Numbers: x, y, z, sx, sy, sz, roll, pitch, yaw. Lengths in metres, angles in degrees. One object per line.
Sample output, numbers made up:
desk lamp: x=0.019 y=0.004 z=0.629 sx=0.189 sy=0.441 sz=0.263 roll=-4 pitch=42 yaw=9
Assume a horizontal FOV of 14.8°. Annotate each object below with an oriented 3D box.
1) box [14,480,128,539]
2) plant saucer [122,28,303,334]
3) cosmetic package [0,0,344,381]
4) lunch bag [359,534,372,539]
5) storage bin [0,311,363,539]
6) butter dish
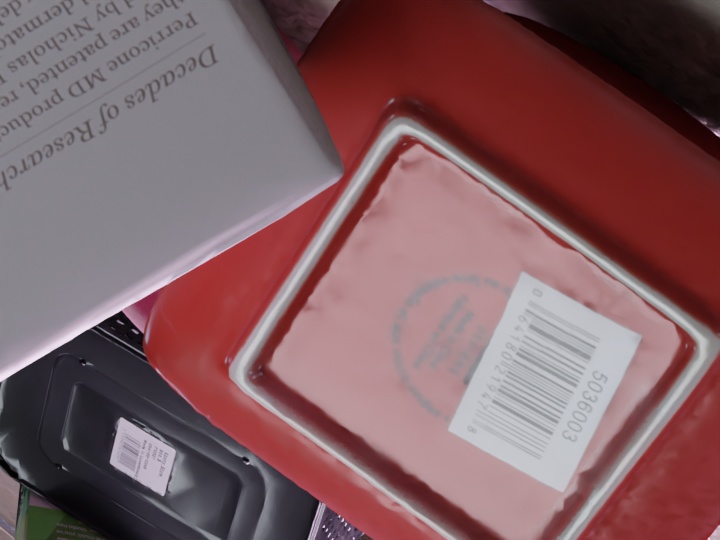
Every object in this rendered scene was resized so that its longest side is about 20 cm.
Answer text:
box: x=-0.120 y=0.122 z=1.575 sx=0.144 sy=0.200 sz=0.036 roll=12 pitch=123 yaw=-10
plant saucer: x=-0.060 y=-0.039 z=1.140 sx=0.200 sy=0.051 sz=0.201 roll=33 pitch=143 yaw=30
cosmetic package: x=-0.137 y=-0.097 z=0.850 sx=0.200 sy=0.166 sz=0.168 roll=57 pitch=-177 yaw=-37
lunch bag: x=0.001 y=0.196 z=1.670 sx=0.200 sy=0.168 sz=0.140 roll=26 pitch=123 yaw=30
storage bin: x=-0.089 y=0.080 z=1.487 sx=0.200 sy=0.094 sz=0.135 roll=29 pitch=131 yaw=14
butter dish: x=0.061 y=-0.003 z=0.954 sx=0.199 sy=0.148 sz=0.200 roll=36 pitch=124 yaw=4
